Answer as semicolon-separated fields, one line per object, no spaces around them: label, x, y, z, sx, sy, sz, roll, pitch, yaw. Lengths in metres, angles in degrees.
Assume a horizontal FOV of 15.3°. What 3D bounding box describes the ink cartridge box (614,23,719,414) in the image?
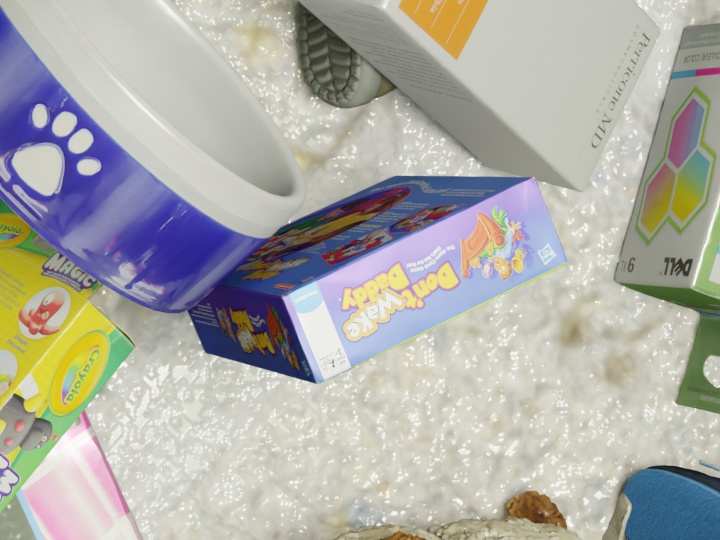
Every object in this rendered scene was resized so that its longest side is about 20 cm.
ink cartridge box;0.190;-0.029;1.413;0.059;0.104;0.201;17;87;-17

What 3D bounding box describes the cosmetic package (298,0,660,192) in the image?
cosmetic package;0.060;-0.131;1.336;0.200;0.071;0.102;36;76;-48

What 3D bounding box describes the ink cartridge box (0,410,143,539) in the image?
ink cartridge box;-0.147;0.169;1.349;0.094;0.037;0.201;-26;101;-15

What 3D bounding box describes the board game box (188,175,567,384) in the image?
board game box;0.000;0.000;1.303;0.134;0.200;0.045;-25;99;-15

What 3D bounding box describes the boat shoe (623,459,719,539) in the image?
boat shoe;0.228;0.163;1.411;0.068;0.200;0.085;-16;131;-49

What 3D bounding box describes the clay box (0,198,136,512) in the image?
clay box;-0.194;0.061;1.285;0.200;0.115;0.048;-50;133;-10

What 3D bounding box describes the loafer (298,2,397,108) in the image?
loafer;0.008;-0.185;1.375;0.069;0.075;0.201;-6;104;-40

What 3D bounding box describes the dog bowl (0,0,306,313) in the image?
dog bowl;-0.121;-0.078;1.256;0.079;0.200;0.200;-43;105;12

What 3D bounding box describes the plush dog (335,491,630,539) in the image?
plush dog;0.037;0.174;1.348;0.171;0.200;0.161;10;55;-27
